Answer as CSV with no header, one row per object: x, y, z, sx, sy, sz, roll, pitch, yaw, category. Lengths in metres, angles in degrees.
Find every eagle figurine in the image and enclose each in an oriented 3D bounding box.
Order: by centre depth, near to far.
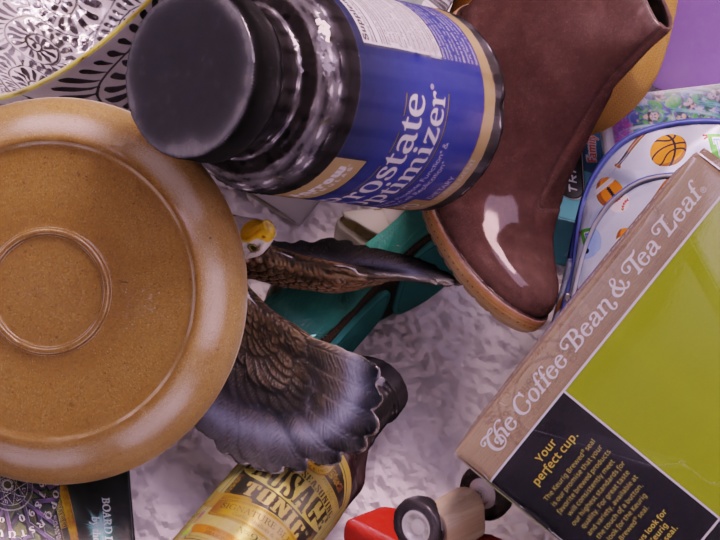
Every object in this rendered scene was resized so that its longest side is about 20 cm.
-0.065,0.003,1.519,0.200,0.152,0.151,40,5,-16,eagle figurine

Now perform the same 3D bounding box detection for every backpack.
0.196,0.010,1.607,0.200,0.154,0.191,9,75,8,backpack

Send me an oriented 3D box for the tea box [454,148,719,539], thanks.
0.188,0.072,1.461,0.197,0.200,0.134,40,8,4,tea box

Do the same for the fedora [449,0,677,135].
0.126,-0.142,1.682,0.082,0.201,0.201,21,49,-30,fedora

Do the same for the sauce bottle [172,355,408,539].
-0.040,0.119,1.529,0.066,0.066,0.200,37,49,2,sauce bottle

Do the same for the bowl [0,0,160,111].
-0.123,-0.145,1.622,0.094,0.201,0.201,46,43,-28,bowl

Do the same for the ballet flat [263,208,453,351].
0.000,0.000,1.634,0.070,0.067,0.200,38,47,15,ballet flat

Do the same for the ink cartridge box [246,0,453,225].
-0.006,-0.145,1.682,0.084,0.146,0.200,33,49,-5,ink cartridge box

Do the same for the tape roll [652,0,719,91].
0.248,-0.161,1.801,0.200,0.085,0.200,17,21,-7,tape roll

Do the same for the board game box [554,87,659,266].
0.188,-0.062,1.783,0.200,0.047,0.151,14,53,-17,board game box

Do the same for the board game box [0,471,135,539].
-0.189,0.095,1.495,0.135,0.028,0.200,8,54,-22,board game box

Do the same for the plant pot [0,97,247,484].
-0.158,0.011,1.447,0.200,0.027,0.200,0,90,4,plant pot

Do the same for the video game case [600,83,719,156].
0.242,-0.016,1.689,0.182,0.024,0.200,-6,81,5,video game case

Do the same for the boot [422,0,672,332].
0.105,-0.085,1.550,0.072,0.166,0.200,16,46,-41,boot

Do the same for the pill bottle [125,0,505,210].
-0.024,-0.092,1.455,0.200,0.112,0.112,4,52,-52,pill bottle

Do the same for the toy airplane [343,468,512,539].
0.087,0.213,1.473,0.200,0.141,0.199,14,31,-15,toy airplane
